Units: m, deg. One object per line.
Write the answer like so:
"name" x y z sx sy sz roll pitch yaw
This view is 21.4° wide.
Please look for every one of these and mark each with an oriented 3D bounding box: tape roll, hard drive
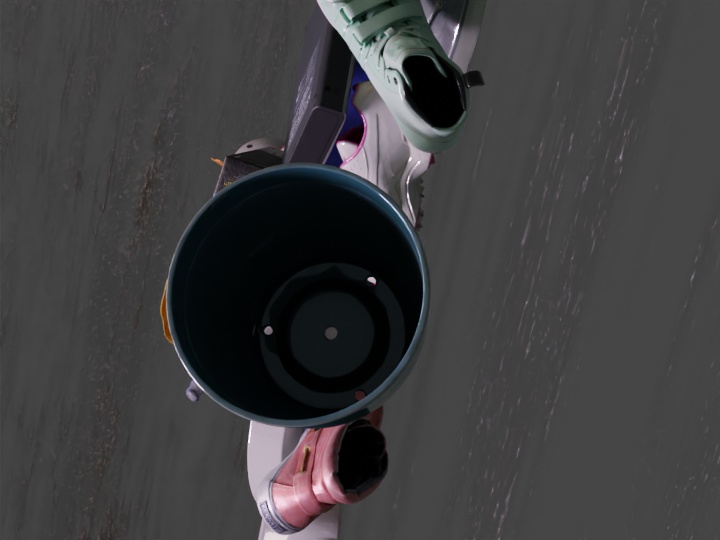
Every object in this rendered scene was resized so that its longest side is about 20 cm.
"tape roll" -0.041 0.127 1.734 0.203 0.037 0.204 15 -90 -69
"hard drive" -0.032 -0.183 1.721 0.140 0.033 0.201 119 163 -55

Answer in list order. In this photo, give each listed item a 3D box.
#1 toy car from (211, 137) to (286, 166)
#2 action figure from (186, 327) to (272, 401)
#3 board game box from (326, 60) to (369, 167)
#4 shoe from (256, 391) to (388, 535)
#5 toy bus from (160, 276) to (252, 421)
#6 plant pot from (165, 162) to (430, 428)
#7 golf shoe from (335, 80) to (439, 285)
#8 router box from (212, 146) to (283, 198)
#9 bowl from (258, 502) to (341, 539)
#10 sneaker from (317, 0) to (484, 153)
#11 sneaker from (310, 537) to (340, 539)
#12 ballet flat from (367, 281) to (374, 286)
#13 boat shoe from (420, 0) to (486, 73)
"toy car" -0.094 -0.108 2.222 0.177 0.199 0.185 28 -105 -67
"action figure" -0.059 0.065 1.781 0.200 0.105 0.193 -52 -13 6
"board game box" 0.011 -0.160 1.909 0.200 0.096 0.160 -113 34 -82
"shoe" -0.007 0.147 1.621 0.091 0.072 0.200 -27 13 35
"toy bus" -0.084 0.043 2.020 0.192 0.200 0.136 -46 -21 -33
"plant pot" -0.035 0.037 1.506 0.188 0.199 0.201 59 -140 -75
"golf shoe" 0.017 -0.081 1.681 0.075 0.091 0.201 -92 12 -65
"router box" -0.107 -0.037 1.814 0.200 0.051 0.150 -33 -38 -80
"bowl" -0.074 0.315 1.970 0.200 0.074 0.201 -97 18 -79
"sneaker" 0.028 -0.187 1.461 0.201 0.074 0.118 59 174 -1
"sneaker" -0.053 0.286 1.717 0.199 0.079 0.130 -57 -5 30
"ballet flat" 0.000 0.000 1.869 0.200 0.068 0.063 -87 -1 -67
"boat shoe" 0.062 -0.213 1.547 0.070 0.071 0.201 -85 8 -55
